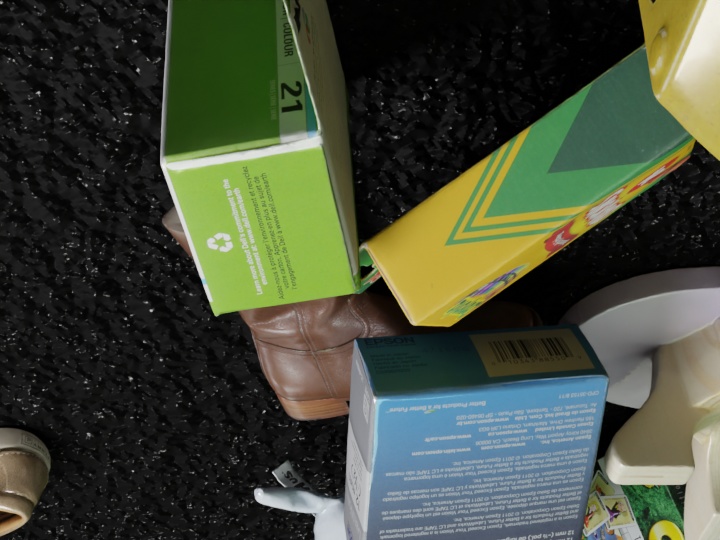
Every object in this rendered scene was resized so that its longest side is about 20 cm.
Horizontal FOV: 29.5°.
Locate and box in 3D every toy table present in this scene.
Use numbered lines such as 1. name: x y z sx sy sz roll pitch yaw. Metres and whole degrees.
1. toy table: 0.232 0.085 0.880 0.197 0.118 0.185 -6 138 -2

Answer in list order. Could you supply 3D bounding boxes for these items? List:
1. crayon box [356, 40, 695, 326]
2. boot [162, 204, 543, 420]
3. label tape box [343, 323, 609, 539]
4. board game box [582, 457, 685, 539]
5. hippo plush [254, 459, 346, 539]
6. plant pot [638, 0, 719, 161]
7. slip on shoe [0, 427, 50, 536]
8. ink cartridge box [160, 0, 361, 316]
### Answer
1. crayon box: 0.078 -0.028 0.706 0.199 0.051 0.127 -35 172 9
2. boot: 0.000 0.000 0.807 0.184 0.065 0.201 -17 132 8
3. label tape box: 0.063 0.136 0.836 0.141 0.066 0.202 -4 122 -13
4. board game box: 0.210 0.226 0.963 0.023 0.202 0.105 -4 154 -43
5. hippo plush: 0.059 0.171 0.964 0.160 0.159 0.201 -39 88 9
6. plant pot: 0.231 -0.134 0.597 0.197 0.197 0.196 8 136 -6
7. slip on shoe: -0.303 0.172 0.948 0.198 0.061 0.076 -20 136 14
8. ink cartridge box: -0.054 -0.104 0.618 0.075 0.149 0.201 -9 137 5
